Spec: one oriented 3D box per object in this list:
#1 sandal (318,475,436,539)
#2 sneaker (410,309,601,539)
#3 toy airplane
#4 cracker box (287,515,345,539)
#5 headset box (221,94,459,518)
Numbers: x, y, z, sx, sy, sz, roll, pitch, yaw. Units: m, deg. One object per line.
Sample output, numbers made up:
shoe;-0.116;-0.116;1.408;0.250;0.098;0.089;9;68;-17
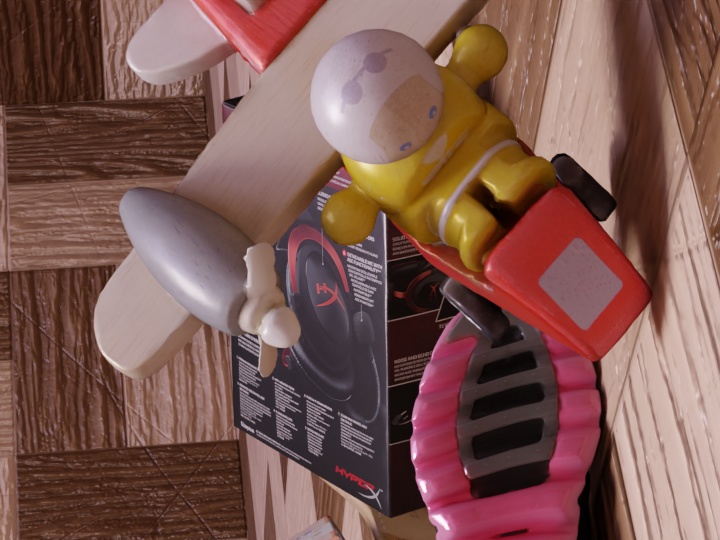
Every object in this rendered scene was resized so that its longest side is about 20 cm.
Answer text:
sandal;0.022;0.104;1.266;0.212;0.077;0.070;-118;38;-49
sneaker;0.065;0.111;0.924;0.095;0.078;0.202;67;-161;-75
toy airplane;0.001;-0.065;0.802;0.141;0.197;0.202;42;-135;-85
cracker box;-0.004;0.215;1.302;0.135;0.057;0.200;59;176;2
headset box;0.000;0.000;1.137;0.148;0.075;0.202;23;120;52
